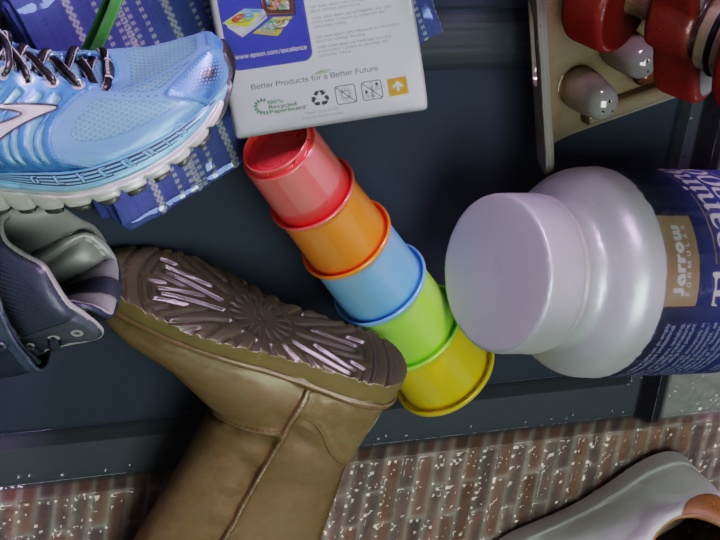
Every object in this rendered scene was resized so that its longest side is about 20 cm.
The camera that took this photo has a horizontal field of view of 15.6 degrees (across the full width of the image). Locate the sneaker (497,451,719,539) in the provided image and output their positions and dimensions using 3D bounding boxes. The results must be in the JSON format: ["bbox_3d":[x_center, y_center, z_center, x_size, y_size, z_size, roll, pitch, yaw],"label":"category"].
[{"bbox_3d":[0.129,0.185,1.518,0.200,0.085,0.073,-36,130,-6],"label":"sneaker"}]

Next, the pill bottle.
[{"bbox_3d":[0.146,0.001,1.391,0.200,0.111,0.111,0,117,-39],"label":"pill bottle"}]

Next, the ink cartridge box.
[{"bbox_3d":[-0.029,-0.161,1.222,0.095,0.037,0.200,-8,122,2],"label":"ink cartridge box"}]

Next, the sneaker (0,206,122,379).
[{"bbox_3d":[-0.173,0.053,1.242,0.146,0.077,0.203,-14,129,5],"label":"sneaker"}]

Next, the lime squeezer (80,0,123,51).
[{"bbox_3d":[-0.173,-0.061,1.228,0.200,0.038,0.071,-34,119,10],"label":"lime squeezer"}]

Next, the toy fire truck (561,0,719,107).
[{"bbox_3d":[0.182,-0.181,1.266,0.168,0.112,0.200,-52,153,-23],"label":"toy fire truck"}]

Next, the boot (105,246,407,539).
[{"bbox_3d":[-0.088,0.102,1.353,0.175,0.066,0.200,23,119,-9],"label":"boot"}]

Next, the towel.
[{"bbox_3d":[-0.065,-0.124,1.275,0.200,0.024,0.145,-33,125,-12],"label":"towel"}]

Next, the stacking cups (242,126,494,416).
[{"bbox_3d":[0.000,0.000,1.342,0.060,0.061,0.200,-43,134,-2],"label":"stacking cups"}]

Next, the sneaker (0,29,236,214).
[{"bbox_3d":[-0.153,-0.075,1.159,0.200,0.078,0.090,-14,117,-3],"label":"sneaker"}]

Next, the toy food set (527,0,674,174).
[{"bbox_3d":[0.175,-0.143,1.374,0.200,0.060,0.144,-20,125,-20],"label":"toy food set"}]
